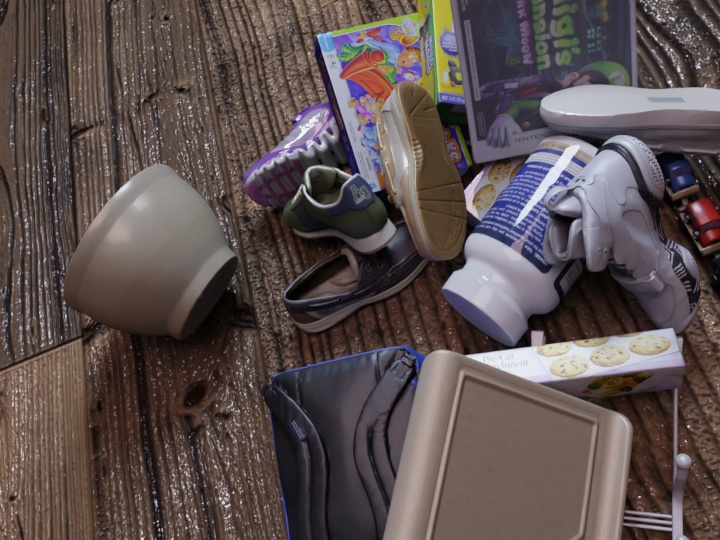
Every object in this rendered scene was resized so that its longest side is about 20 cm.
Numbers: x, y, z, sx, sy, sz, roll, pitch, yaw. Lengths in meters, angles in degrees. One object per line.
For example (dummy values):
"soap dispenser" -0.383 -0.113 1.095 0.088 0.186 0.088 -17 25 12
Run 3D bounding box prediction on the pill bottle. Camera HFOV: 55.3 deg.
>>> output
"pill bottle" 0.179 -0.029 0.712 0.115 0.116 0.201 34 80 28

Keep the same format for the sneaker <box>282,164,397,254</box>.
"sneaker" -0.040 -0.084 0.788 0.067 0.091 0.199 -42 33 -20

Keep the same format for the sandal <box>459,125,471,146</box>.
"sandal" 0.139 -0.250 0.862 0.081 0.050 0.206 -4 66 18

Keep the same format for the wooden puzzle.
"wooden puzzle" 0.123 0.183 0.568 0.197 0.037 0.188 19 70 -10

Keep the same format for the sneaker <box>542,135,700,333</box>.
"sneaker" 0.238 -0.012 0.640 0.114 0.202 0.075 -30 17 -16

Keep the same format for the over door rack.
"over door rack" 0.227 0.148 0.644 0.145 0.067 0.204 1 67 19

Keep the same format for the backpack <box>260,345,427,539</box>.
"backpack" 0.020 0.191 0.638 0.160 0.167 0.204 -17 67 22

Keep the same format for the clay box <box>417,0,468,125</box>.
"clay box" 0.129 -0.272 0.808 0.113 0.048 0.204 3 74 -17

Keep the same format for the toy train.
"toy train" 0.347 -0.048 0.701 0.034 0.046 0.203 -20 62 9

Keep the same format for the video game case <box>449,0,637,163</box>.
"video game case" 0.193 -0.223 0.712 0.178 0.203 0.023 -9 28 10

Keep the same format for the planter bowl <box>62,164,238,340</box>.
"planter bowl" -0.230 -0.004 0.817 0.134 0.200 0.202 32 79 1

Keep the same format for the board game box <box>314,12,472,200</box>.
"board game box" 0.037 -0.194 0.819 0.132 0.045 0.203 -16 80 -11

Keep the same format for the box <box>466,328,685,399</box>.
"box" 0.189 0.093 0.629 0.196 0.039 0.042 -9 48 12

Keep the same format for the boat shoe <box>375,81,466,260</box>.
"boat shoe" 0.060 -0.100 0.744 0.069 0.073 0.204 -31 62 51

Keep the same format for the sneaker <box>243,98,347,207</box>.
"sneaker" -0.068 -0.162 0.885 0.199 0.081 0.089 -34 55 -5

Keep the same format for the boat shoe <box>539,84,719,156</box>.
"boat shoe" 0.282 -0.147 0.703 0.196 0.069 0.073 -2 38 0

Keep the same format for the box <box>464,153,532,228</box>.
"box" 0.184 -0.136 0.798 0.041 0.039 0.201 40 83 11

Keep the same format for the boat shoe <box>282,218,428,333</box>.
"boat shoe" 0.000 0.000 0.790 0.199 0.065 0.074 -36 59 0
